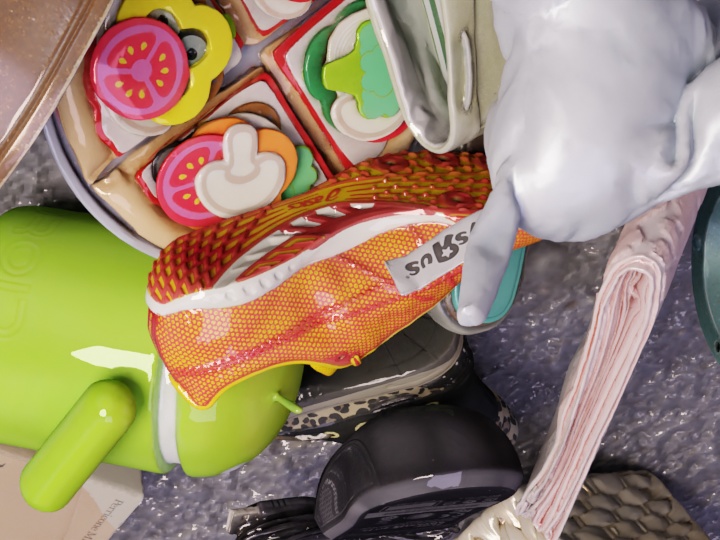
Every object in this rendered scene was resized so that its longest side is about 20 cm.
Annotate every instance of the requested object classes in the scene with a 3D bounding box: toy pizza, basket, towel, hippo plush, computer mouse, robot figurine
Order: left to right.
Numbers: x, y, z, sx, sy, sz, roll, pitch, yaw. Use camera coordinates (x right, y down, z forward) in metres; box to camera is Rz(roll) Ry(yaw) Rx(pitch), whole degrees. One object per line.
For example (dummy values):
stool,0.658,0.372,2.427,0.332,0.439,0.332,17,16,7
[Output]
robot figurine,-0.117,0.034,0.774,0.198,0.176,0.117,9,115,7
toy pizza,-0.043,-0.093,0.697,0.199,0.032,0.202,-11,113,-27
computer mouse,0.016,0.107,0.841,0.137,0.053,0.200,-1,161,-21
hippo plush,0.076,-0.103,0.595,0.199,0.159,0.162,-23,104,-12
basket,0.135,0.206,0.975,0.124,0.136,0.199,-51,151,22
towel,0.135,0.006,0.797,0.032,0.200,0.192,22,132,8

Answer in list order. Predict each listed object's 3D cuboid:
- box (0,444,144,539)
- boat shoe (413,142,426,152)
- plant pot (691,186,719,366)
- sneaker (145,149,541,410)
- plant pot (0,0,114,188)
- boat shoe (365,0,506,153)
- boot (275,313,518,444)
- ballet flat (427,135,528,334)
box,-0.222,0.090,0.849,0.199,0.078,0.095,22,124,-31
boat shoe,-0.016,-0.048,0.801,0.199,0.074,0.061,24,166,-40
plant pot,0.248,-0.003,0.790,0.133,0.201,0.201,-2,133,-20
sneaker,0.000,0.000,0.712,0.198,0.073,0.078,-18,124,-14
plant pot,-0.206,-0.133,0.577,0.197,0.201,0.200,29,121,-26
boat shoe,0.026,-0.143,0.665,0.062,0.072,0.201,-41,121,-33
boot,-0.020,0.078,0.894,0.202,0.074,0.154,-13,149,18
ballet flat,0.064,-0.070,0.776,0.067,0.064,0.202,12,100,-29
